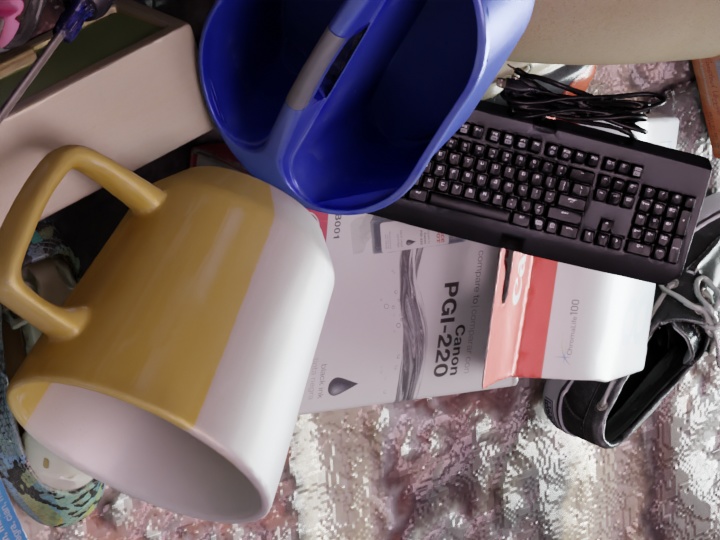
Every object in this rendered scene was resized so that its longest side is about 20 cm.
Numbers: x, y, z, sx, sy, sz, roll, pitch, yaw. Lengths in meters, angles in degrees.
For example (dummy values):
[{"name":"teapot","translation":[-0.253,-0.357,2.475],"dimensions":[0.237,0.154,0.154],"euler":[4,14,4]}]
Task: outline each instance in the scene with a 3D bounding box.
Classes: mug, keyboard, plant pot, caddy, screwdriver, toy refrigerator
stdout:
[{"name":"mug","translation":[-0.090,0.022,1.484],"dimensions":[0.154,0.149,0.187],"euler":[-65,158,-22]},{"name":"keyboard","translation":[0.097,-0.059,1.581],"dimensions":[0.199,0.040,0.105],"euler":[12,97,-11]},{"name":"plant pot","translation":[0.100,-0.191,1.597],"dimensions":[0.199,0.187,0.188],"euler":[-16,115,-32]},{"name":"caddy","translation":[-0.001,-0.121,1.479],"dimensions":[0.105,0.141,0.200],"euler":[-40,167,-49]},{"name":"screwdriver","translation":[-0.162,-0.110,1.485],"dimensions":[0.029,0.028,0.200],"euler":[74,32,-45]},{"name":"toy refrigerator","translation":[-0.182,-0.072,1.507],"dimensions":[0.200,0.076,0.070],"euler":[-30,122,-24]}]

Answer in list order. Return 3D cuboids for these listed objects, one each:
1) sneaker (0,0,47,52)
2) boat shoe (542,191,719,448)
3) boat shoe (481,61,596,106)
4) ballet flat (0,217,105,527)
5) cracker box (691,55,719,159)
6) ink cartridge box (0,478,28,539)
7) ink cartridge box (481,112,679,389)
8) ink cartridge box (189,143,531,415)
[{"name":"sneaker","translation":[-0.156,-0.209,1.486],"dimensions":[0.095,0.079,0.201],"euler":[0,107,-48]},{"name":"boat shoe","translation":[0.202,0.032,1.830],"dimensions":[0.199,0.068,0.074],"euler":[-43,126,-16]},{"name":"boat shoe","translation":[0.062,-0.117,1.669],"dimensions":[0.199,0.071,0.063],"euler":[-9,126,-40]},{"name":"ballet flat","translation":[-0.170,0.063,1.568],"dimensions":[0.074,0.074,0.201],"euler":[-27,120,-26]},{"name":"cracker box","translation":[0.301,-0.168,1.840],"dimensions":[0.200,0.058,0.134],"euler":[-31,121,-25]},{"name":"ink cartridge box","translation":[-0.288,0.157,1.463],"dimensions":[0.200,0.147,0.145],"euler":[-34,123,-23]},{"name":"ink cartridge box","translation":[0.132,-0.013,1.693],"dimensions":[0.200,0.047,0.161],"euler":[-12,111,-69]},{"name":"ink cartridge box","translation":[0.000,0.000,1.661],"dimensions":[0.199,0.085,0.146],"euler":[-7,110,-37]}]
